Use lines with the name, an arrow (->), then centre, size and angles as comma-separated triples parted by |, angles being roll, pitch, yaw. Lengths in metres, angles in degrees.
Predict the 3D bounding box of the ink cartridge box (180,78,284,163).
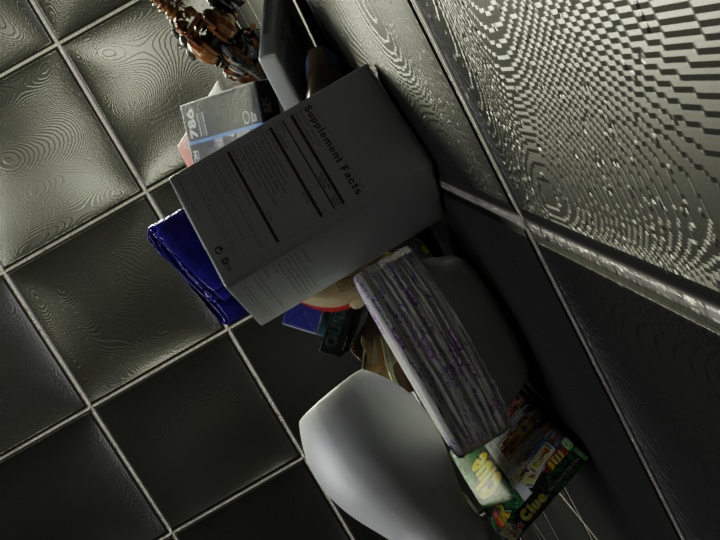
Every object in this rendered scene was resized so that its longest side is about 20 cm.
ink cartridge box -> -0.155, -0.156, 1.151 | 0.200, 0.039, 0.100 | -5, 99, 51

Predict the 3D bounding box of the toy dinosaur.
toy dinosaur -> -0.161, -0.272, 1.123 | 0.200, 0.102, 0.136 | 55, -177, -39

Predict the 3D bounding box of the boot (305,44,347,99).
boot -> -0.012, -0.161, 1.070 | 0.200, 0.074, 0.097 | 48, -146, -69

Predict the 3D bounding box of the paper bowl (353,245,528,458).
paper bowl -> 0.084, 0.068, 0.938 | 0.201, 0.104, 0.201 | 61, 178, 3

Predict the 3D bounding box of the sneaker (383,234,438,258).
sneaker -> 0.086, 0.030, 1.153 | 0.085, 0.074, 0.201 | -85, -28, -65

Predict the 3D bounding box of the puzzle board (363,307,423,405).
puzzle board -> 0.090, 0.097, 1.348 | 0.151, 0.017, 0.200 | 61, -152, 5

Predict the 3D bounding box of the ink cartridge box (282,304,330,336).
ink cartridge box -> -0.045, 0.032, 1.204 | 0.044, 0.094, 0.200 | 16, 176, 7

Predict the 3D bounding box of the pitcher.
pitcher -> 0.041, 0.195, 0.952 | 0.200, 0.121, 0.172 | 50, -170, 8

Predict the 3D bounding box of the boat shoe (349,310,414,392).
boat shoe -> 0.022, 0.077, 1.156 | 0.200, 0.076, 0.072 | -85, -30, -62

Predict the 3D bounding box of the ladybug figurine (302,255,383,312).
ladybug figurine -> -0.052, -0.026, 1.063 | 0.200, 0.135, 0.072 | 57, 159, 33

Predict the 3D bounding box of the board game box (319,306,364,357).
board game box -> 0.000, 0.000, 1.163 | 0.028, 0.201, 0.135 | 18, 180, 5

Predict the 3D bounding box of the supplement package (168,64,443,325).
supplement package -> -0.043, -0.064, 0.877 | 0.120, 0.200, 0.121 | 59, 178, 21

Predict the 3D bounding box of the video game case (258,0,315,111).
video game case -> -0.064, -0.214, 1.141 | 0.182, 0.024, 0.200 | -93, -19, -47

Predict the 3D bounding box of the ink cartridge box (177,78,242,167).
ink cartridge box -> -0.129, -0.118, 1.228 | 0.147, 0.083, 0.201 | -44, 69, 47

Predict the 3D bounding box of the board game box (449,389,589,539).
board game box -> 0.146, 0.178, 0.954 | 0.023, 0.105, 0.200 | 37, -177, -12

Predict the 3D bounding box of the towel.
towel -> -0.098, -0.046, 0.997 | 0.148, 0.200, 0.050 | 43, 151, 28
